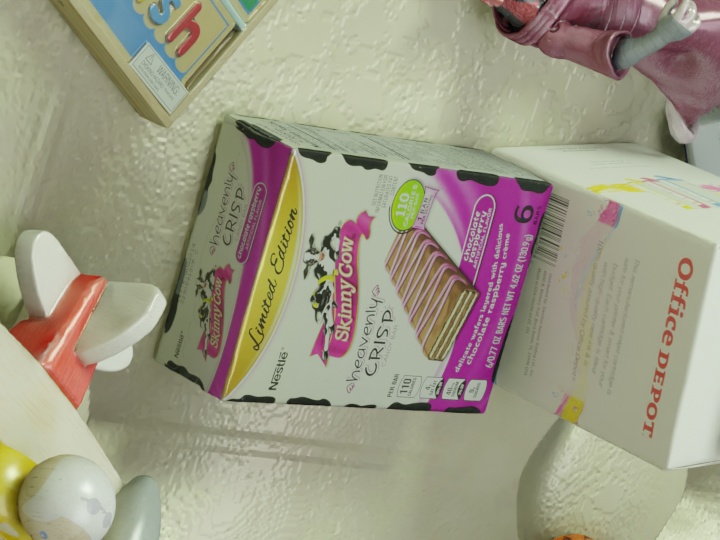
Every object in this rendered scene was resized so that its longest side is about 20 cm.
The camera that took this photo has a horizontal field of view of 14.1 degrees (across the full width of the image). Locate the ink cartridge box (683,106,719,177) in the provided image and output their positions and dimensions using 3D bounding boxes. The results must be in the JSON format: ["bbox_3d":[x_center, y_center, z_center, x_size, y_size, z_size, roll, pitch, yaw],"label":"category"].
[{"bbox_3d":[0.298,-0.028,1.728,0.199,0.043,0.197,-10,123,2],"label":"ink cartridge box"}]

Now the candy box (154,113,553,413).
[{"bbox_3d":[0.000,0.000,1.520,0.199,0.061,0.137,5,106,-44],"label":"candy box"}]

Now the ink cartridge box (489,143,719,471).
[{"bbox_3d":[0.169,0.021,1.589,0.125,0.200,0.129,-4,112,-42],"label":"ink cartridge box"}]

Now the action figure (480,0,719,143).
[{"bbox_3d":[0.128,-0.153,1.570,0.199,0.135,0.149,-3,154,-30],"label":"action figure"}]

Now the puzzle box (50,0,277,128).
[{"bbox_3d":[-0.102,-0.179,1.364,0.133,0.025,0.200,-51,135,-14],"label":"puzzle box"}]

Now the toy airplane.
[{"bbox_3d":[-0.155,0.082,1.352,0.199,0.141,0.200,-5,111,-42],"label":"toy airplane"}]

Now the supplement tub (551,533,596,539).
[{"bbox_3d":[0.181,0.236,1.702,0.122,0.200,0.123,-19,120,-36],"label":"supplement tub"}]
